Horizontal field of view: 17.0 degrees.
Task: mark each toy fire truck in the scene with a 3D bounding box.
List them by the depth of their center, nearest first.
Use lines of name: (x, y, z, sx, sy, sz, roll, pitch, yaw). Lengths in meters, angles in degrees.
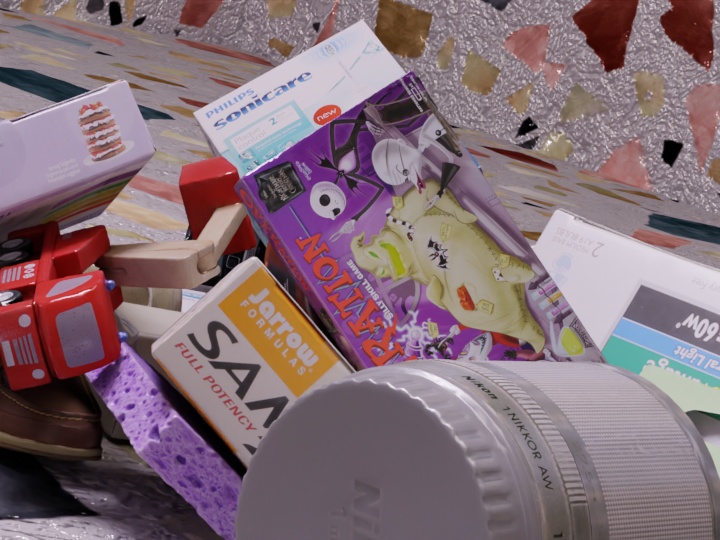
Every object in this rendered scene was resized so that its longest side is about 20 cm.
toy fire truck: (-0.128, -0.001, 1.322, 0.140, 0.049, 0.200, -13, 19, 0)

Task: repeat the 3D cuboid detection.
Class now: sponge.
sponge: (-0.090, 0.094, 1.264, 0.112, 0.030, 0.200, 47, -3, -20)

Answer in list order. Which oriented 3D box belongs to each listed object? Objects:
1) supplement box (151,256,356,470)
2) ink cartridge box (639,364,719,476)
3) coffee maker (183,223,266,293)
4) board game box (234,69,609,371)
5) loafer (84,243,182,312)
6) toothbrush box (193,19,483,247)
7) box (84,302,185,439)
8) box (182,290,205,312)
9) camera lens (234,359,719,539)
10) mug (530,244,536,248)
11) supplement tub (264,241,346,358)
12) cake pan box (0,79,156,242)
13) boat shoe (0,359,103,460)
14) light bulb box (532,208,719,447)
supplement box: (-0.045, 0.064, 1.264, 0.126, 0.073, 0.200, 49, -5, -2)
ink cartridge box: (0.152, 0.119, 1.264, 0.145, 0.048, 0.200, 20, 53, 35)
coffee maker: (-0.017, 0.004, 1.844, 0.199, 0.136, 0.192, 20, -8, 19)
board game box: (0.035, 0.005, 1.312, 0.201, 0.120, 0.032, 56, -14, 3)
loafer: (-0.209, 0.013, 1.610, 0.199, 0.076, 0.068, 9, 7, 31)
toothbrush box: (-0.009, -0.065, 1.702, 0.146, 0.086, 0.200, -28, 43, -5)
box: (-0.064, 0.073, 1.473, 0.199, 0.069, 0.082, 11, 10, -24)
box: (-0.074, 0.054, 1.667, 0.118, 0.042, 0.200, 11, 12, -25)
camera lens: (0.060, 0.121, 1.098, 0.159, 0.161, 0.199, 22, 12, 38)
mug: (0.119, 0.071, 1.688, 0.148, 0.188, 0.153, -21, 7, -9)
supplement tub: (0.000, 0.000, 1.432, 0.106, 0.108, 0.200, 13, 3, -12)
cake pan box: (-0.228, -0.036, 1.371, 0.199, 0.053, 0.184, -22, -5, -20)
boat shoe: (-0.196, 0.055, 1.370, 0.072, 0.068, 0.200, 10, 11, -29)
light bulb box: (0.203, 0.083, 1.468, 0.198, 0.125, 0.200, 23, -13, 41)
